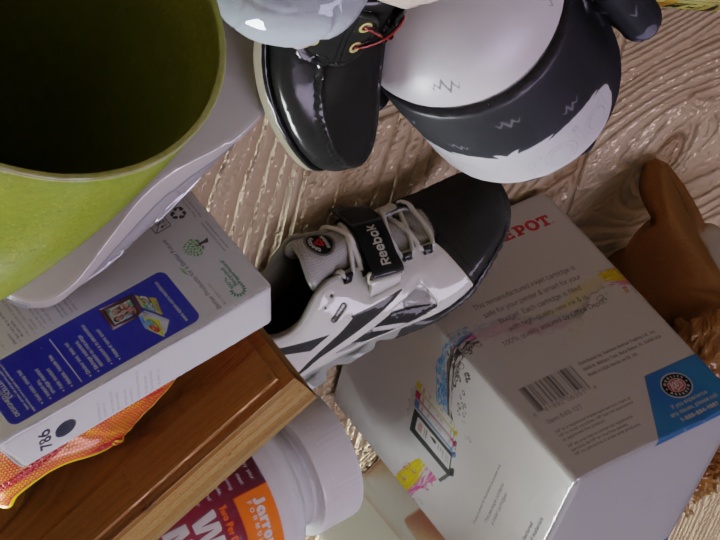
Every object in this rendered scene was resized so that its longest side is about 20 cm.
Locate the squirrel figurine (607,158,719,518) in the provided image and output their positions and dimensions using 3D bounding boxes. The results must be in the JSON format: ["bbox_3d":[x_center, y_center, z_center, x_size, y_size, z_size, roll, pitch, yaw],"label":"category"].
[{"bbox_3d":[0.193,0.066,1.722,0.141,0.201,0.187,31,125,-25],"label":"squirrel figurine"}]

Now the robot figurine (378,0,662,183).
[{"bbox_3d":[0.070,-0.125,1.376,0.150,0.125,0.200,-48,151,0],"label":"robot figurine"}]

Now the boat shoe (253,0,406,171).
[{"bbox_3d":[-0.011,-0.134,1.258,0.074,0.063,0.202,-38,137,-44],"label":"boat shoe"}]

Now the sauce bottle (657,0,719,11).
[{"bbox_3d":[0.199,-0.185,1.508,0.199,0.065,0.065,-1,131,-48],"label":"sauce bottle"}]

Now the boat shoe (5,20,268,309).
[{"bbox_3d":[-0.112,-0.057,1.308,0.200,0.072,0.069,-52,180,-5],"label":"boat shoe"}]

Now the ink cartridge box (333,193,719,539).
[{"bbox_3d":[0.106,0.083,1.617,0.147,0.200,0.145,-21,147,-33],"label":"ink cartridge box"}]

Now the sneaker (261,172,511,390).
[{"bbox_3d":[0.000,0.000,1.505,0.200,0.074,0.089,-36,147,-2],"label":"sneaker"}]

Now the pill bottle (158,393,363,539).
[{"bbox_3d":[-0.103,0.151,1.548,0.199,0.110,0.110,-26,147,-27],"label":"pill bottle"}]

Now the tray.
[{"bbox_3d":[-0.131,0.099,1.449,0.200,0.099,0.037,-42,147,3],"label":"tray"}]

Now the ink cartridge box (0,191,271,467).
[{"bbox_3d":[-0.154,0.032,1.337,0.199,0.100,0.039,-29,150,-21],"label":"ink cartridge box"}]

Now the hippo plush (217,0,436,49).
[{"bbox_3d":[-0.017,-0.189,1.110,0.200,0.159,0.161,-57,-170,-27],"label":"hippo plush"}]

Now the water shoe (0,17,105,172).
[{"bbox_3d":[-0.130,-0.094,1.225,0.079,0.072,0.200,-6,137,-53],"label":"water shoe"}]

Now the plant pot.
[{"bbox_3d":[-0.182,-0.062,1.125,0.186,0.188,0.200,-17,157,-38],"label":"plant pot"}]

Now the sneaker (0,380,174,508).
[{"bbox_3d":[-0.141,0.055,1.411,0.199,0.073,0.077,-32,138,4],"label":"sneaker"}]

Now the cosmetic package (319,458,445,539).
[{"bbox_3d":[0.072,0.227,1.768,0.087,0.200,0.103,-46,151,10],"label":"cosmetic package"}]
